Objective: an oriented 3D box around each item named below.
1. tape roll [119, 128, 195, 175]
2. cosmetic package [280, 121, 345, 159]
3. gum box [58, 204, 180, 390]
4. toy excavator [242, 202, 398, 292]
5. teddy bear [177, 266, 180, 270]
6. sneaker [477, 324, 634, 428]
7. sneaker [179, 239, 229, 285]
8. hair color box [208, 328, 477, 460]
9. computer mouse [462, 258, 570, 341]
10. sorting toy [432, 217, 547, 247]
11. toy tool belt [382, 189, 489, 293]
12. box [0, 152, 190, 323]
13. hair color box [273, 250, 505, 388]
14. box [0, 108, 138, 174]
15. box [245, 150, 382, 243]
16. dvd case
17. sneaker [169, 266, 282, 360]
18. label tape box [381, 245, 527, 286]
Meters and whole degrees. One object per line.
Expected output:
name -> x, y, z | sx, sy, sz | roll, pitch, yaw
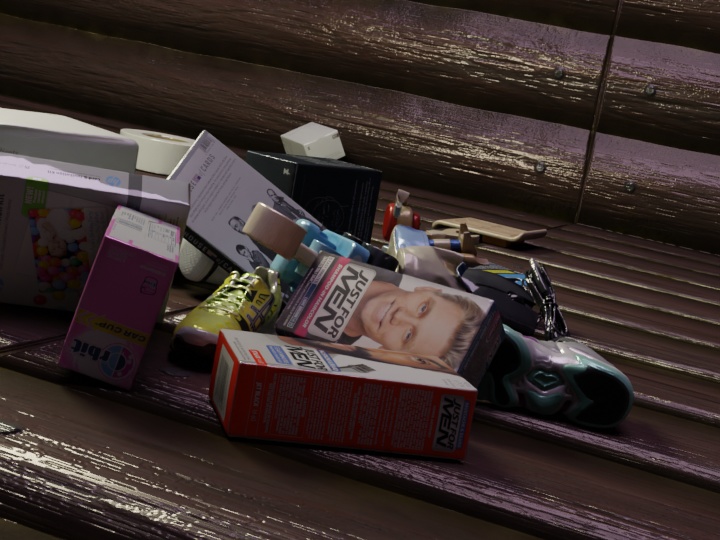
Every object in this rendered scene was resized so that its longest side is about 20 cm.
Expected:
tape roll -> -0.424, -0.252, 2.712 | 0.199, 0.072, 0.203 | 10, 9, -2
cosmetic package -> -0.134, -0.349, 3.510 | 0.112, 0.082, 0.200 | -24, 22, -15
gum box -> -0.209, 0.017, 1.114 | 0.065, 0.115, 0.200 | 20, 7, -10
toy excavator -> -0.058, -0.013, 1.349 | 0.199, 0.101, 0.194 | 30, -2, -23
teddy bear -> -0.243, -0.036, 1.593 | 0.143, 0.068, 0.199 | 14, 9, 32
sneaker -> 0.173, 0.098, 1.266 | 0.197, 0.079, 0.140 | 22, 8, 6
sneaker -> -0.161, -0.054, 1.538 | 0.114, 0.075, 0.202 | 27, 41, -32
hair color box -> -0.017, 0.100, 1.029 | 0.197, 0.065, 0.111 | 9, 8, -17
computer mouse -> 0.162, 0.033, 1.546 | 0.197, 0.053, 0.140 | 2, 47, -16
sorting toy -> 0.267, -0.078, 2.599 | 0.197, 0.037, 0.185 | 10, 8, 24
toy tool belt -> 0.091, -0.002, 1.467 | 0.121, 0.126, 0.201 | 8, 36, -9
box -> -0.277, -0.030, 1.232 | 0.197, 0.157, 0.041 | 9, 38, -15
hair color box -> 0.027, 0.057, 1.195 | 0.198, 0.101, 0.061 | 16, -29, 29
box -> -0.379, -0.083, 1.379 | 0.198, 0.174, 0.198 | 4, 11, -38
box -> -0.077, -0.089, 1.856 | 0.106, 0.151, 0.199 | 17, 10, 37
dvd case -> -0.139, -0.059, 1.479 | 0.199, 0.025, 0.151 | 38, 42, -9
sneaker -> -0.130, 0.040, 1.222 | 0.074, 0.078, 0.200 | 13, 10, 10
label tape box -> 0.139, 0.020, 1.720 | 0.199, 0.067, 0.142 | 22, 15, 41
